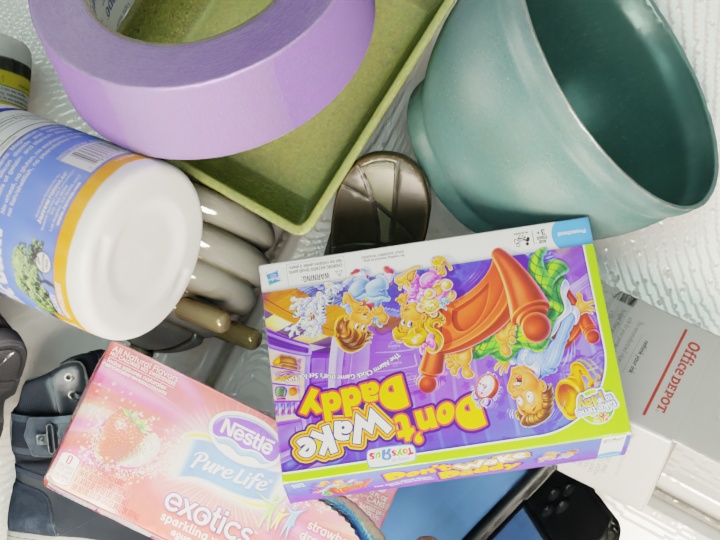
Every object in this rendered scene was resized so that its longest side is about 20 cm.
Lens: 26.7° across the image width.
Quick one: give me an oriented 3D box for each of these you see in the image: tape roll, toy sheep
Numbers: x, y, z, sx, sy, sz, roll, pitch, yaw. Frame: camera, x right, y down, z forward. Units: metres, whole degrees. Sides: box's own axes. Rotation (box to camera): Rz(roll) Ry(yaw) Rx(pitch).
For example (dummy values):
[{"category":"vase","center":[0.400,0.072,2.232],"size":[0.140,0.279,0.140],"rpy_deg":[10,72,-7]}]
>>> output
[{"category":"tape roll","center":[-0.093,-0.164,0.906],"size":[0.198,0.066,0.201],"rpy_deg":[-5,56,7]},{"category":"toy sheep","center":[-0.118,-0.013,1.023],"size":[0.137,0.138,0.201],"rpy_deg":[20,79,13]}]

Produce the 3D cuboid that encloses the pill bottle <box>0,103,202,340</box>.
[{"category":"pill bottle","center":[-0.205,-0.039,0.941],"size":[0.199,0.112,0.113],"rpy_deg":[20,89,30]}]

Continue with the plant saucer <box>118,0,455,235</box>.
[{"category":"plant saucer","center":[-0.054,-0.140,0.976],"size":[0.199,0.048,0.201],"rpy_deg":[29,83,24]}]

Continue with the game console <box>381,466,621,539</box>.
[{"category":"game console","center":[0.043,0.175,0.982],"size":[0.116,0.176,0.200],"rpy_deg":[42,95,-16]}]

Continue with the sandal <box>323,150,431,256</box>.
[{"category":"sandal","center":[0.000,0.000,1.004],"size":[0.081,0.055,0.201],"rpy_deg":[13,125,0]}]

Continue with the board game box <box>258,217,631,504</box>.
[{"category":"board game box","center":[0.047,0.052,0.889],"size":[0.198,0.045,0.136],"rpy_deg":[-9,67,0]}]

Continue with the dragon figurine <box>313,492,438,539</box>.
[{"category":"dragon figurine","center":[0.035,0.210,0.880],"size":[0.199,0.059,0.100],"rpy_deg":[32,85,-3]}]

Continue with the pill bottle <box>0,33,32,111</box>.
[{"category":"pill bottle","center":[-0.296,-0.066,1.074],"size":[0.111,0.112,0.202],"rpy_deg":[3,85,12]}]

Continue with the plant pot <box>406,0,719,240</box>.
[{"category":"plant pot","center":[0.114,-0.100,0.965],"size":[0.134,0.200,0.202],"rpy_deg":[-30,78,34]}]

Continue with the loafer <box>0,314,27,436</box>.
[{"category":"loafer","center":[-0.287,0.093,1.057],"size":[0.063,0.072,0.200],"rpy_deg":[54,130,25]}]

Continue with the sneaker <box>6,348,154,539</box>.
[{"category":"sneaker","center":[-0.152,0.128,1.042],"size":[0.200,0.077,0.148],"rpy_deg":[0,87,15]}]

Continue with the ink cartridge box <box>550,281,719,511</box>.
[{"category":"ink cartridge box","center":[0.150,0.071,0.959],"size":[0.199,0.116,0.068],"rpy_deg":[26,131,14]}]

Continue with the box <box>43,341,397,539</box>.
[{"category":"box","center":[-0.089,0.133,0.948],"size":[0.199,0.103,0.095],"rpy_deg":[27,77,-6]}]
